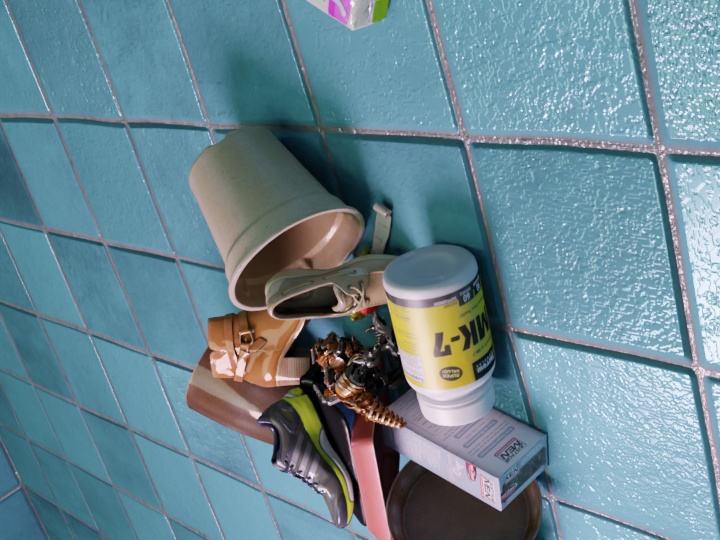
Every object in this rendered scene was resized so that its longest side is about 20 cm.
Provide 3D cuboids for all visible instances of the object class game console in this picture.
[{"bbox_3d":[-0.009,0.226,1.518,0.116,0.176,0.200,10,126,29],"label":"game console"}]

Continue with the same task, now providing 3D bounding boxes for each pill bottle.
[{"bbox_3d":[0.101,0.080,1.291,0.114,0.114,0.200,15,129,45],"label":"pill bottle"}]

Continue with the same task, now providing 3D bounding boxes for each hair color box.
[{"bbox_3d":[0.132,0.219,1.379,0.200,0.099,0.061,23,135,40],"label":"hair color box"}]

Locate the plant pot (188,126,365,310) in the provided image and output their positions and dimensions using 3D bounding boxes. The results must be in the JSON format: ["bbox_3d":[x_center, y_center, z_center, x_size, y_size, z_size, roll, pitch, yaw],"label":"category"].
[{"bbox_3d":[-0.127,-0.080,1.398,0.184,0.200,0.200,55,148,22],"label":"plant pot"}]

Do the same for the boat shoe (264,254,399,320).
[{"bbox_3d":[-0.019,0.028,1.339,0.065,0.200,0.072,-103,8,-59],"label":"boat shoe"}]

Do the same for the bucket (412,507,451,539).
[{"bbox_3d":[0.123,0.407,1.462,0.135,0.207,0.207,51,146,8],"label":"bucket"}]

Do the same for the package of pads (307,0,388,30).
[{"bbox_3d":[-0.032,-0.374,1.124,0.154,0.068,0.200,38,142,25],"label":"package of pads"}]

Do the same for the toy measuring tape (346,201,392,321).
[{"bbox_3d":[0.000,0.000,1.391,0.074,0.074,0.200,39,143,25],"label":"toy measuring tape"}]

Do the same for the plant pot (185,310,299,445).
[{"bbox_3d":[-0.131,0.188,1.633,0.200,0.187,0.187,32,140,17],"label":"plant pot"}]

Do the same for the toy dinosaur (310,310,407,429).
[{"bbox_3d":[0.010,0.140,1.396,0.200,0.136,0.102,48,-179,28],"label":"toy dinosaur"}]

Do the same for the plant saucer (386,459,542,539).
[{"bbox_3d":[0.134,0.311,1.373,0.200,0.200,0.035,31,153,33],"label":"plant saucer"}]

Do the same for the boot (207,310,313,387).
[{"bbox_3d":[-0.142,0.069,1.524,0.155,0.074,0.200,2,93,11],"label":"boot"}]

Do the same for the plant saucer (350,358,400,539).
[{"bbox_3d":[0.021,0.246,1.473,0.037,0.200,0.200,-4,121,8],"label":"plant saucer"}]

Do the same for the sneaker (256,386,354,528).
[{"bbox_3d":[-0.075,0.264,1.455,0.200,0.081,0.074,61,157,11],"label":"sneaker"}]
